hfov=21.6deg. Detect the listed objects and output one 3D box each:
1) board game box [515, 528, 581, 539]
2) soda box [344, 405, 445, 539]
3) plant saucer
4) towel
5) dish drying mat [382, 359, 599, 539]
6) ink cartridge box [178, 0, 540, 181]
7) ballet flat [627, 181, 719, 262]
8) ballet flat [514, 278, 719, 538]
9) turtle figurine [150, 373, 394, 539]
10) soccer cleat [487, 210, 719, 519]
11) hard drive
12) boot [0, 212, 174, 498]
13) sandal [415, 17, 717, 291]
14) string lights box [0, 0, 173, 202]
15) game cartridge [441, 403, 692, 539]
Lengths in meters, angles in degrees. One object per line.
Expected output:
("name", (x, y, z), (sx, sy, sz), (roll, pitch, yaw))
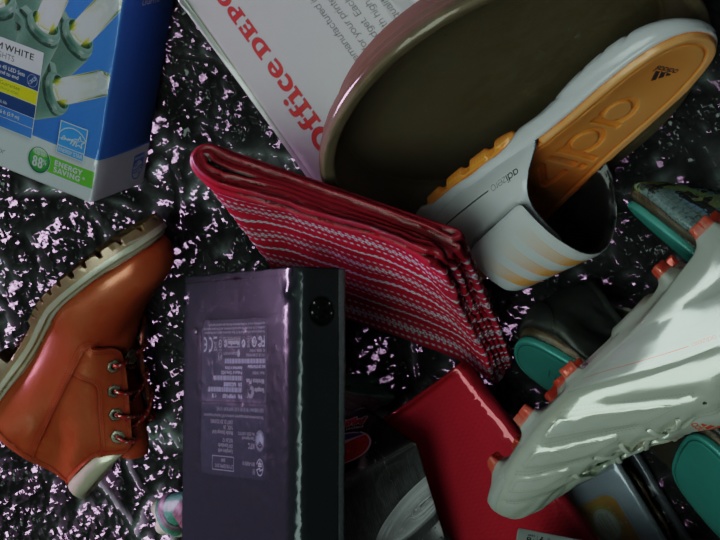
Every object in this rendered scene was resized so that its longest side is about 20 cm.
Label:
("board game box", (0.132, 0.228, 0.980), (0.133, 0.034, 0.201), (10, 127, 5))
("soda box", (0.015, 0.180, 1.030), (0.063, 0.070, 0.201), (32, 144, 59))
("plant saucer", (0.071, -0.086, 0.901), (0.200, 0.199, 0.030), (-39, 57, 30))
("towel", (0.000, 0.000, 0.961), (0.144, 0.200, 0.023), (21, 76, 19))
("dish drying mat", (0.091, 0.146, 1.009), (0.077, 0.018, 0.201), (-38, 88, 33))
("ink cartridge box", (0.023, -0.157, 0.949), (0.200, 0.084, 0.146), (-39, 83, 31))
("ballet flat", (0.221, 0.011, 0.924), (0.200, 0.074, 0.074), (44, 119, 6))
("ballet flat", (0.169, 0.073, 0.956), (0.200, 0.068, 0.068), (42, 155, 13))
("turtle figurine", (-0.055, 0.145, 1.076), (0.149, 0.101, 0.202), (19, 104, 9))
("soccer cleat", (0.136, 0.060, 0.894), (0.078, 0.069, 0.200), (45, 114, 11))
("hard drive", (-0.052, 0.102, 0.967), (0.139, 0.033, 0.202), (-4, 84, 61))
("boot", (-0.148, 0.052, 1.111), (0.107, 0.075, 0.200), (44, 127, 4))
("sandal", (0.099, -0.039, 0.910), (0.207, 0.079, 0.060), (-45, 55, 38))
("string lights box", (-0.161, -0.153, 1.057), (0.102, 0.059, 0.202), (20, 113, 21))
("game cartridge", (0.124, 0.176, 1.032), (0.133, 0.041, 0.201), (-32, 90, 26))
